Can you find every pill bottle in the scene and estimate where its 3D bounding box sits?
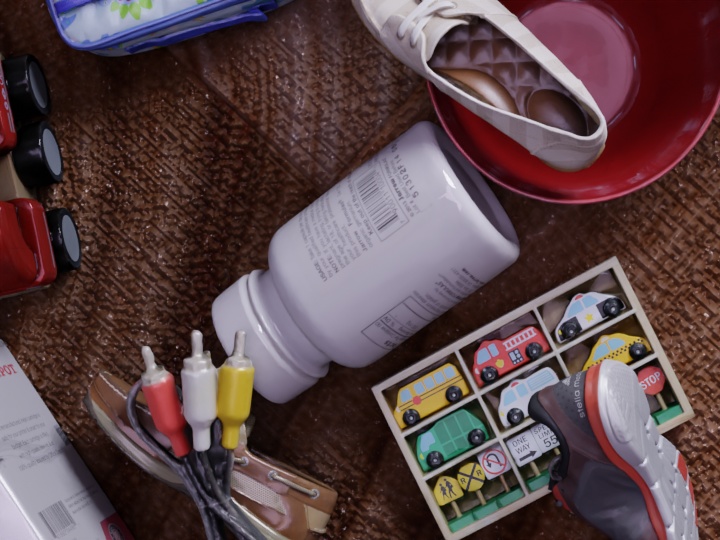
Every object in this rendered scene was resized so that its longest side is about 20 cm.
[{"bbox_3d":[0.000,0.000,0.883,0.199,0.114,0.115,-36,87,15],"label":"pill bottle"}]

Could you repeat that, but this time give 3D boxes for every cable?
[{"bbox_3d":[-0.105,0.141,0.860,0.096,0.050,0.203,-9,92,7],"label":"cable"}]

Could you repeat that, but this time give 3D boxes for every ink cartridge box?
[{"bbox_3d":[-0.253,0.152,0.895,0.084,0.146,0.201,-33,87,5],"label":"ink cartridge box"}]

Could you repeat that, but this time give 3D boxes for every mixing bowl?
[{"bbox_3d":[0.144,-0.143,0.878,0.197,0.108,0.204,0,90,6],"label":"mixing bowl"}]

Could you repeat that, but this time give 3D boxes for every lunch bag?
[{"bbox_3d":[-0.137,-0.245,0.919,0.197,0.082,0.163,-15,91,6],"label":"lunch bag"}]

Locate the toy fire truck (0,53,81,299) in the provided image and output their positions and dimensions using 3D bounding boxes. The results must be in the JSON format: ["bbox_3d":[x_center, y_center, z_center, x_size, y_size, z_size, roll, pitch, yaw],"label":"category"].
[{"bbox_3d":[-0.259,-0.073,0.868,0.127,0.200,0.179,-12,89,5],"label":"toy fire truck"}]

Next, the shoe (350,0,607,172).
[{"bbox_3d":[0.074,-0.138,0.804,0.199,0.053,0.070,38,94,4],"label":"shoe"}]

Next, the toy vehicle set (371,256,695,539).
[{"bbox_3d":[0.122,0.093,0.920,0.198,0.027,0.125,-29,88,5],"label":"toy vehicle set"}]

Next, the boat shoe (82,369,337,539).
[{"bbox_3d":[-0.103,0.129,0.923,0.199,0.076,0.074,37,88,-4],"label":"boat shoe"}]

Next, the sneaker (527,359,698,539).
[{"bbox_3d":[0.173,0.146,0.882,0.081,0.077,0.202,-14,116,28],"label":"sneaker"}]
